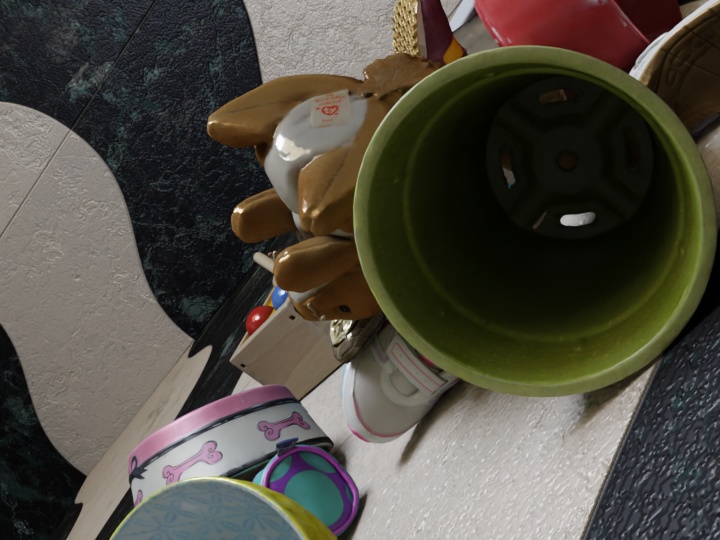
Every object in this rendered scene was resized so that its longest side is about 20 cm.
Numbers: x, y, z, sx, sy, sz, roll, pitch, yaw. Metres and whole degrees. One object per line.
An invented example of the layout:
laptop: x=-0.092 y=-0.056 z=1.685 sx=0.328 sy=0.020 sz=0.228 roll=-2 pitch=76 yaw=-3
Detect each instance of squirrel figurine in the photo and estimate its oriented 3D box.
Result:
squirrel figurine: x=0.008 y=-0.051 z=0.747 sx=0.200 sy=0.141 sz=0.187 roll=-38 pitch=-39 yaw=-22

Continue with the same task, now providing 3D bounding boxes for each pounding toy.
pounding toy: x=-0.078 y=0.038 z=1.327 sx=0.184 sy=0.142 sz=0.200 roll=-43 pitch=14 yaw=45

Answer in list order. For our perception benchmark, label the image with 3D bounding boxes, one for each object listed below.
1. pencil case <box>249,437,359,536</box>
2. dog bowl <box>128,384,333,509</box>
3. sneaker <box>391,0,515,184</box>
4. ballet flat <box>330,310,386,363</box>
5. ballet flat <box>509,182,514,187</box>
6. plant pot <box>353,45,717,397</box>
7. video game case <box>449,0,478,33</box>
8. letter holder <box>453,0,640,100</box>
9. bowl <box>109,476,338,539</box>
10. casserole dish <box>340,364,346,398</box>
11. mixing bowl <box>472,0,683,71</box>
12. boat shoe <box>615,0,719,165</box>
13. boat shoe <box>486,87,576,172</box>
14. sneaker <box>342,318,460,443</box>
pencil case: x=-0.085 y=0.216 z=0.887 sx=0.200 sy=0.092 sz=0.085 roll=-44 pitch=57 yaw=49
dog bowl: x=-0.130 y=0.178 z=0.982 sx=0.200 sy=0.074 sz=0.200 roll=-25 pitch=-17 yaw=-8
sneaker: x=0.087 y=-0.155 z=0.885 sx=0.090 sy=0.200 sz=0.075 roll=-18 pitch=32 yaw=-6
ballet flat: x=0.000 y=0.000 z=0.874 sx=0.067 sy=0.046 sz=0.200 roll=-37 pitch=24 yaw=35
ballet flat: x=0.107 y=-0.027 z=0.943 sx=0.069 sy=0.069 sz=0.200 roll=-41 pitch=11 yaw=51
plant pot: x=0.119 y=-0.049 z=0.651 sx=0.200 sy=0.200 sz=0.190 roll=-49 pitch=-2 yaw=25
video game case: x=0.183 y=-0.259 z=1.011 sx=0.200 sy=0.182 sz=0.023 roll=-56 pitch=44 yaw=44
letter holder: x=0.182 y=-0.190 z=0.980 sx=0.200 sy=0.142 sz=0.101 roll=-32 pitch=48 yaw=20
bowl: x=-0.062 y=0.225 z=0.622 sx=0.200 sy=0.200 sz=0.108 roll=-51 pitch=-32 yaw=16
casserole dish: x=0.025 y=0.048 z=0.970 sx=0.200 sy=0.039 sz=0.121 roll=115 pitch=170 yaw=-56
mixing bowl: x=0.156 y=-0.227 z=0.808 sx=0.108 sy=0.200 sz=0.200 roll=-30 pitch=22 yaw=34
boat shoe: x=0.226 y=-0.141 z=0.714 sx=0.200 sy=0.071 sz=0.069 roll=-45 pitch=15 yaw=48
boat shoe: x=0.124 y=-0.120 z=0.813 sx=0.074 sy=0.069 sz=0.200 roll=-41 pitch=-30 yaw=7
sneaker: x=0.057 y=0.052 z=0.815 sx=0.200 sy=0.081 sz=0.088 roll=-55 pitch=8 yaw=-3
